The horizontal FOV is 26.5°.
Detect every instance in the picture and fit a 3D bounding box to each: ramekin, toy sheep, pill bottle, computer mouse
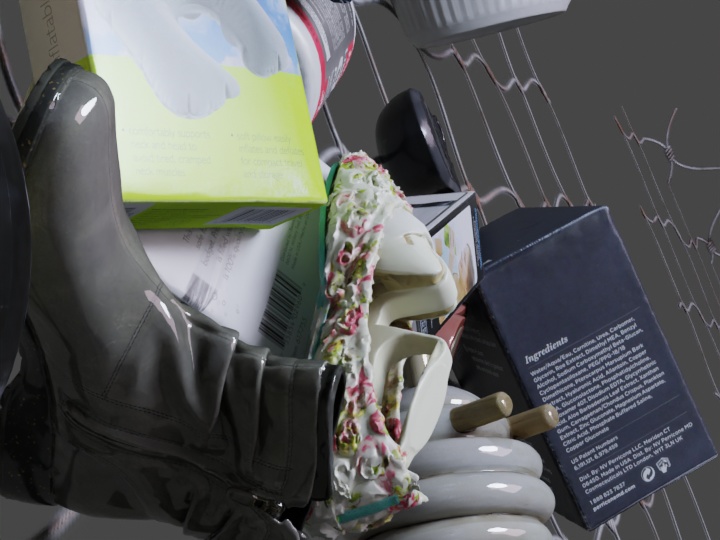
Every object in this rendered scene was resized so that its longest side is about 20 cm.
[{"bbox_3d":[0.121,-0.287,1.536,0.202,0.200,0.095,-29,106,-72],"label":"ramekin"},{"bbox_3d":[0.052,0.134,0.877,0.138,0.137,0.202,37,42,-56],"label":"toy sheep"},{"bbox_3d":[-0.062,-0.141,0.934,0.111,0.110,0.200,61,19,-16],"label":"pill bottle"},{"bbox_3d":[0.051,-0.088,1.306,0.200,0.052,0.140,46,26,-72],"label":"computer mouse"}]

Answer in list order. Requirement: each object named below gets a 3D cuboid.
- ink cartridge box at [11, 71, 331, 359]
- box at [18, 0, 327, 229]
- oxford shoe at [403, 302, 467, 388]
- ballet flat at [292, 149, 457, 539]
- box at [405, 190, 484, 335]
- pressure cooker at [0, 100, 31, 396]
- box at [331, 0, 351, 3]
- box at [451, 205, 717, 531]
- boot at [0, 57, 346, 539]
[{"bbox_3d":[-0.086,-0.026,0.701,0.200,0.067,0.117,39,49,-31],"label":"ink cartridge box"},{"bbox_3d":[-0.087,-0.119,0.650,0.121,0.047,0.202,-2,76,-47],"label":"box"},{"bbox_3d":[0.030,0.043,1.039,0.200,0.074,0.071,65,44,-84],"label":"oxford shoe"},{"bbox_3d":[0.011,0.028,0.670,0.076,0.063,0.202,61,28,-47],"label":"ballet flat"},{"bbox_3d":[0.000,0.000,0.912,0.200,0.115,0.061,-35,119,-71],"label":"box"},{"bbox_3d":[-0.173,-0.008,0.340,0.179,0.176,0.200,44,13,13],"label":"pressure cooker"},{"bbox_3d":[-0.026,-0.290,0.864,0.198,0.200,0.123,39,-4,46],"label":"box"},{"bbox_3d":[0.144,0.064,1.144,0.202,0.117,0.197,64,-10,-7],"label":"box"},{"bbox_3d":[-0.063,0.023,0.556,0.068,0.129,0.202,-66,167,-52],"label":"boot"}]
